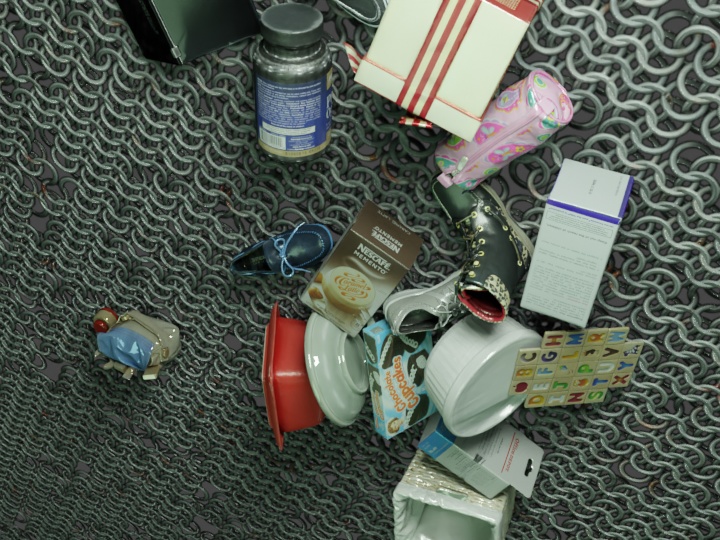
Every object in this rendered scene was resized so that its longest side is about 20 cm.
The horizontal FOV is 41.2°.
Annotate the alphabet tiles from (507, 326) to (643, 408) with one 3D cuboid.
[{"bbox_3d":[0.328,0.150,1.461,0.197,0.006,0.168,-3,133,-10],"label":"alphabet tiles"}]

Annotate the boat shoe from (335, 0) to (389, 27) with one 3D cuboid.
[{"bbox_3d":[-0.038,-0.382,1.225,0.200,0.068,0.071,46,134,-14],"label":"boat shoe"}]

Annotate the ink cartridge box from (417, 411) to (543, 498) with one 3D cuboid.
[{"bbox_3d":[0.209,0.306,1.650,0.199,0.116,0.068,36,135,-4],"label":"ink cartridge box"}]

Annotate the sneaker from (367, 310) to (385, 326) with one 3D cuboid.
[{"bbox_3d":[0.043,0.154,1.644,0.080,0.075,0.201,4,129,36],"label":"sneaker"}]

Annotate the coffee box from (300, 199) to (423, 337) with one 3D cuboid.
[{"bbox_3d":[0.000,0.000,1.524,0.114,0.080,0.200,34,135,-3],"label":"coffee box"}]

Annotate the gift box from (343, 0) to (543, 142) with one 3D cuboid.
[{"bbox_3d":[0.098,-0.288,1.165,0.199,0.185,0.188,30,127,6],"label":"gift box"}]

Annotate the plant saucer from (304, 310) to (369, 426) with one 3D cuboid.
[{"bbox_3d":[-0.026,0.156,1.593,0.050,0.201,0.201,-15,120,22],"label":"plant saucer"}]

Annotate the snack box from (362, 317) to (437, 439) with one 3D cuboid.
[{"bbox_3d":[0.069,0.167,1.581,0.037,0.115,0.202,27,132,48],"label":"snack box"}]

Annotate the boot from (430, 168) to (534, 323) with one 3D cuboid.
[{"bbox_3d":[0.160,-0.038,1.354,0.204,0.154,0.073,45,133,-14],"label":"boot"}]

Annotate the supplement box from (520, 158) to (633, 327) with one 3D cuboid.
[{"bbox_3d":[0.297,-0.036,1.323,0.102,0.102,0.201,17,133,14],"label":"supplement box"}]

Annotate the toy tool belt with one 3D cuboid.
[{"bbox_3d":[-0.454,0.144,1.855,0.198,0.123,0.126,15,133,16],"label":"toy tool belt"}]

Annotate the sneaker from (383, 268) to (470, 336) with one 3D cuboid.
[{"bbox_3d":[0.134,0.060,1.476,0.198,0.082,0.075,-20,121,10],"label":"sneaker"}]

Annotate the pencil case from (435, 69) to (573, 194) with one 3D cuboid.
[{"bbox_3d":[0.185,-0.181,1.270,0.087,0.088,0.199,45,133,-13],"label":"pencil case"}]

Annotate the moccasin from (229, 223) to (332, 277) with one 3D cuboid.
[{"bbox_3d":[-0.132,-0.019,1.572,0.199,0.068,0.081,-21,93,37],"label":"moccasin"}]

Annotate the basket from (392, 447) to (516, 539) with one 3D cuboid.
[{"bbox_3d":[0.175,0.430,1.743,0.196,0.161,0.202,13,133,18],"label":"basket"}]

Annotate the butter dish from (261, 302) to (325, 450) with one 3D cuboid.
[{"bbox_3d":[-0.092,0.182,1.681,0.146,0.201,0.202,-3,131,1],"label":"butter dish"}]

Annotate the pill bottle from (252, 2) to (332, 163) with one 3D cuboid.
[{"bbox_3d":[-0.094,-0.259,1.329,0.111,0.112,0.201,16,134,14],"label":"pill bottle"}]

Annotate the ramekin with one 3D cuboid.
[{"bbox_3d":[0.187,0.153,1.485,0.094,0.201,0.204,45,146,36],"label":"ramekin"}]

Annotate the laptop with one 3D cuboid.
[{"bbox_3d":[-0.265,-0.405,1.367,0.199,0.116,0.189,23,143,51],"label":"laptop"}]
